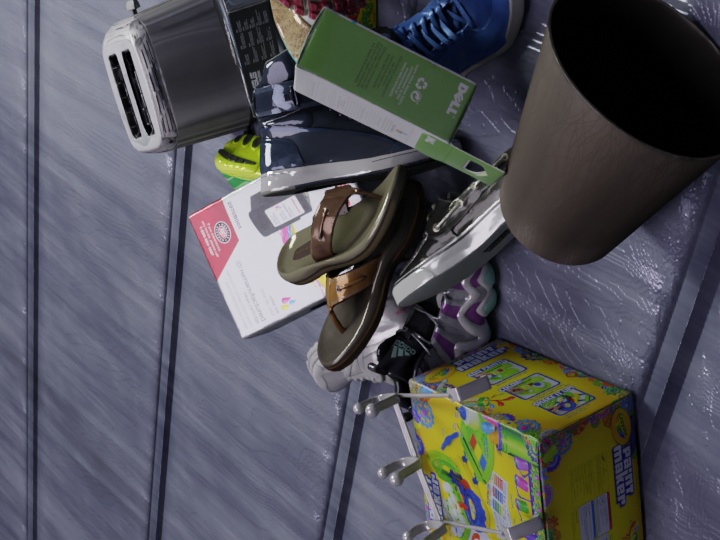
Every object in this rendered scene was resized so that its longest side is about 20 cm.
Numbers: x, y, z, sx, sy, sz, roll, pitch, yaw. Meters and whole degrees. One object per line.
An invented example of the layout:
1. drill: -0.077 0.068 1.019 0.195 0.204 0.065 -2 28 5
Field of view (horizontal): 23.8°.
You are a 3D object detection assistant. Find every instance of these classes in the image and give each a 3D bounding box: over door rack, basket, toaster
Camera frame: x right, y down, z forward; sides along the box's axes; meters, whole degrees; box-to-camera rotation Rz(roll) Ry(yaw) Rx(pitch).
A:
1. over door rack: 0.068 0.181 1.573 0.200 0.066 0.149 -16 95 60
2. basket: 0.194 -0.104 1.379 0.180 0.136 0.200 45 148 12
3. toaster: -0.204 -0.214 1.925 0.113 0.128 0.202 0 108 58

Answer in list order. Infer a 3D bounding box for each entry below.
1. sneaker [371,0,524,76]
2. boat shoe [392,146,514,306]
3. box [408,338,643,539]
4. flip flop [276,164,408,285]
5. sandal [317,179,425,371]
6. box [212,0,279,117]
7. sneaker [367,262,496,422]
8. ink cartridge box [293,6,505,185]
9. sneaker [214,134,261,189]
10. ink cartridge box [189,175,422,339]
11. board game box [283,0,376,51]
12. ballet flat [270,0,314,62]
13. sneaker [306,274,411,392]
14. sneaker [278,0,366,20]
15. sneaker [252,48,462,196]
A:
1. sneaker: 0.061 -0.204 1.537 0.077 0.111 0.200 64 148 7
2. boat shoe: 0.098 -0.041 1.582 0.200 0.070 0.064 -41 70 27
3. box: 0.158 0.199 1.625 0.192 0.121 0.202 22 127 50
4. flip flop: -0.026 -0.046 1.622 0.057 0.082 0.199 36 143 -23
5. sandal: 0.000 0.000 1.641 0.201 0.054 0.082 -63 27 18
6. box: -0.124 -0.276 1.744 0.200 0.043 0.161 81 170 -65
7. sneaker: 0.061 0.059 1.668 0.077 0.139 0.202 25 129 48
8. ink cartridge box: 0.042 -0.147 1.469 0.199 0.060 0.104 27 175 -1
9. sneaker: -0.077 -0.087 1.880 0.199 0.074 0.084 32 159 40
10. ink cartridge box: -0.056 -0.038 1.759 0.199 0.083 0.147 -27 86 27
11. board game box: -0.032 -0.274 1.700 0.101 0.047 0.202 34 135 43
12. ballet flat: -0.052 -0.264 1.604 0.065 0.070 0.201 -56 50 44
13. sneaker: 0.008 0.094 1.838 0.100 0.078 0.200 54 146 14
14. sneaker: -0.006 -0.278 1.508 0.075 0.199 0.081 36 134 37
15. sneaker: -0.007 -0.157 1.646 0.077 0.200 0.148 19 -116 -80
